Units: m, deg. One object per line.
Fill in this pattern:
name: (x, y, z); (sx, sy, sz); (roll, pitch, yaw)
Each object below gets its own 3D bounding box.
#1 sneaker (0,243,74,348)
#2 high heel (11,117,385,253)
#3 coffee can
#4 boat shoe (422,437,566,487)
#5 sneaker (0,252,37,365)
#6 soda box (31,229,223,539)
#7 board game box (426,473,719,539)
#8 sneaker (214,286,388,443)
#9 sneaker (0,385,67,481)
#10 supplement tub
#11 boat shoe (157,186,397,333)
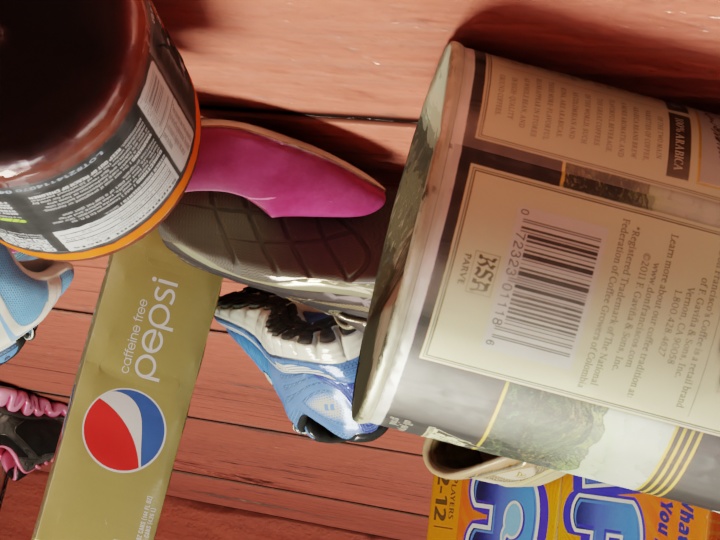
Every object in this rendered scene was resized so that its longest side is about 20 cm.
sneaker: (-0.192, -0.057, 1.036); (0.200, 0.072, 0.072); (59, 164, -18)
high heel: (-0.091, -0.026, 1.111); (0.199, 0.096, 0.067); (14, 179, -15)
coffee can: (0.110, 0.010, 0.919); (0.199, 0.147, 0.146); (15, 170, -3)
boat shoe: (0.106, 0.056, 1.208); (0.064, 0.072, 0.200); (-3, 152, -39)
sneaker: (-0.199, 0.010, 1.359); (0.078, 0.090, 0.200); (-6, -173, 7)
soda box: (-0.123, 0.060, 1.357); (0.064, 0.201, 0.068); (15, 170, -7)
board game box: (0.174, 0.144, 1.333); (0.199, 0.201, 0.199); (9, 176, -41)
sneaker: (-0.029, 0.052, 1.383); (0.078, 0.090, 0.200); (-19, -165, -9)
sneaker: (-0.351, 0.184, 2.678); (0.200, 0.096, 0.079); (20, 167, -41)
supplement tub: (-0.118, -0.064, 0.937); (0.106, 0.107, 0.200); (13, 170, 6)
boat shoe: (0.000, 0.000, 1.165); (0.199, 0.075, 0.073); (12, 145, 12)
